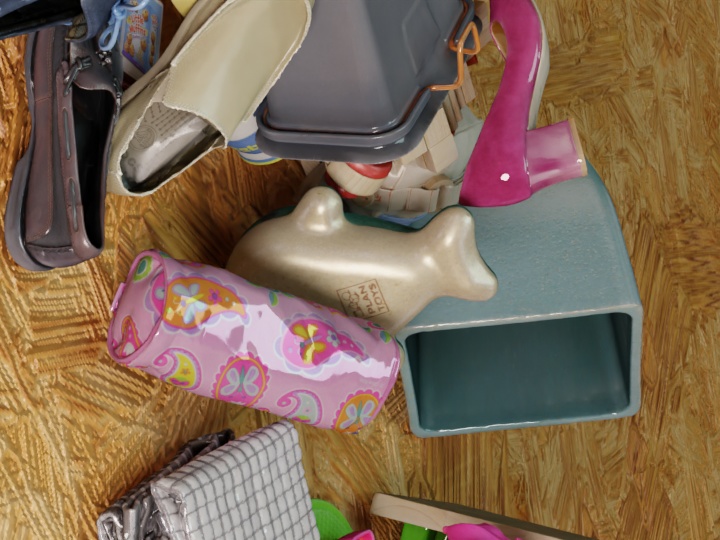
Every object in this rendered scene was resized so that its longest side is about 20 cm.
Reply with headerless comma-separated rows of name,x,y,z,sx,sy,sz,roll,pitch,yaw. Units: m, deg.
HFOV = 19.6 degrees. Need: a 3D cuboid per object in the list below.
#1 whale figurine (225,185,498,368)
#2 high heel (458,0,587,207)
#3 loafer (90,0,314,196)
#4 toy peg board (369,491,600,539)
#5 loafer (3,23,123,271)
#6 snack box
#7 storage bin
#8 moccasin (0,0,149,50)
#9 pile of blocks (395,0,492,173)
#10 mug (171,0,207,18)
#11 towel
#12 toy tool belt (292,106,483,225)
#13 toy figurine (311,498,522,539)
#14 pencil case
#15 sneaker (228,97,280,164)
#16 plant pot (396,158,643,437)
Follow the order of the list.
whale figurine,0.000,0.000,1.523,0.104,0.200,0.159,-72,141,-61
high heel,0.098,-0.136,1.541,0.067,0.096,0.200,69,6,-64
loafer,-0.100,-0.118,1.370,0.076,0.200,0.068,37,11,-37
toy peg board,0.125,0.255,1.701,0.200,0.199,0.098,21,82,-66
loafer,-0.176,-0.096,1.328,0.072,0.063,0.200,24,69,-54
snack box,-0.196,-0.186,1.386,0.200,0.024,0.072,35,52,-55
storage bin,0.005,-0.187,1.476,0.200,0.146,0.134,-61,148,-44
moccasin,-0.179,-0.166,1.279,0.068,0.200,0.080,64,-23,21
pile of blocks,0.046,-0.130,1.559,0.200,0.082,0.062,-68,147,-48
mug,-0.120,-0.258,1.456,0.187,0.149,0.153,-67,154,-11
towel,-0.098,0.214,1.394,0.166,0.086,0.200,-30,110,-60
toy tool belt,0.009,-0.071,1.604,0.125,0.123,0.200,42,32,7
toy figurine,0.052,0.263,1.557,0.150,0.184,0.200,-16,97,-63
pencil case,-0.072,0.050,1.417,0.200,0.087,0.087,18,63,-31
sneaker,-0.083,-0.184,1.557,0.082,0.074,0.200,21,62,-58
plant pot,0.124,0.002,1.742,0.196,0.196,0.200,78,6,-59
